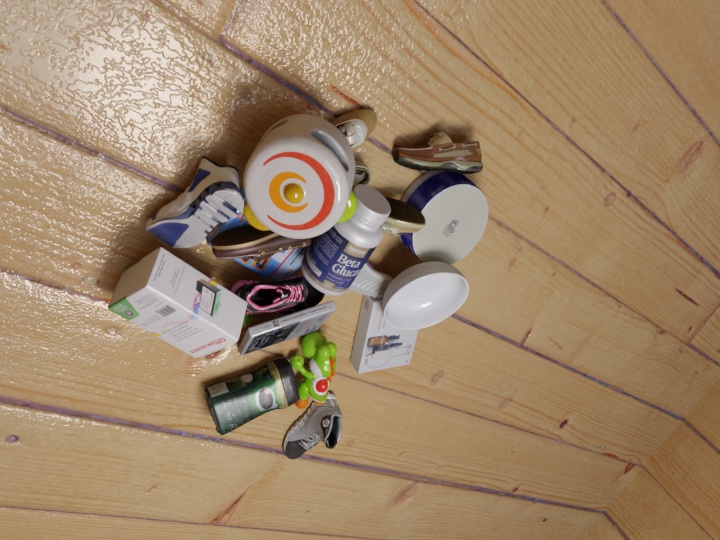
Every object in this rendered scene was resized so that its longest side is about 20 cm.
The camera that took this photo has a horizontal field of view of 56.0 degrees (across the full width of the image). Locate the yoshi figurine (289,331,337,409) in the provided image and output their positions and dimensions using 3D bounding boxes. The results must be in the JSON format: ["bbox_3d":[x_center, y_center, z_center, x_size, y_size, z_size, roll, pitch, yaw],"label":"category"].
[{"bbox_3d":[-0.104,0.215,1.528,0.110,0.113,0.203,24,131,2],"label":"yoshi figurine"}]

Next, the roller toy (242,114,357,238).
[{"bbox_3d":[-0.104,-0.156,1.143,0.194,0.141,0.187,4,121,6],"label":"roller toy"}]

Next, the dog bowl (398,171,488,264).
[{"bbox_3d":[0.177,-0.113,1.463,0.196,0.079,0.204,-16,129,-21],"label":"dog bowl"}]

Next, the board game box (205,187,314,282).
[{"bbox_3d":[-0.177,-0.070,1.304,0.152,0.037,0.199,-49,134,8],"label":"board game box"}]

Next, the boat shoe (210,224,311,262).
[{"bbox_3d":[-0.176,-0.050,1.244,0.196,0.070,0.072,-16,125,-22],"label":"boat shoe"}]

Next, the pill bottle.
[{"bbox_3d":[-0.025,-0.059,1.284,0.109,0.112,0.202,9,130,-35],"label":"pill bottle"}]

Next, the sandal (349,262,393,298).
[{"bbox_3d":[-0.005,0.004,1.456,0.082,0.050,0.201,-38,134,21],"label":"sandal"}]

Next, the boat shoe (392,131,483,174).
[{"bbox_3d":[0.159,-0.241,1.376,0.195,0.075,0.076,2,93,-22],"label":"boat shoe"}]

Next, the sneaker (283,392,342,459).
[{"bbox_3d":[-0.109,0.400,1.618,0.074,0.116,0.202,22,108,-39],"label":"sneaker"}]

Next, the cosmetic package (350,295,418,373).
[{"bbox_3d":[0.065,0.138,1.589,0.147,0.052,0.204,-8,124,-30],"label":"cosmetic package"}]

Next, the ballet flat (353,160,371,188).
[{"bbox_3d":[-0.067,-0.175,1.280,0.195,0.070,0.071,-11,127,-25],"label":"ballet flat"}]

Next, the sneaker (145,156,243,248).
[{"bbox_3d":[-0.276,-0.125,1.179,0.196,0.117,0.080,-24,135,26],"label":"sneaker"}]

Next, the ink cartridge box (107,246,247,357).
[{"bbox_3d":[-0.323,0.063,1.210,0.143,0.086,0.199,-22,134,40],"label":"ink cartridge box"}]

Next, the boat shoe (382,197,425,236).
[{"bbox_3d":[0.032,-0.103,1.359,0.195,0.074,0.064,7,130,-9],"label":"boat shoe"}]

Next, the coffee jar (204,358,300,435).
[{"bbox_3d":[-0.232,0.269,1.468,0.196,0.085,0.107,-19,111,-18],"label":"coffee jar"}]

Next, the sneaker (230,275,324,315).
[{"bbox_3d":[-0.149,0.050,1.307,0.195,0.095,0.081,-6,88,-29],"label":"sneaker"}]

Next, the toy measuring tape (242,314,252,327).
[{"bbox_3d":[-0.214,0.077,1.362,0.195,0.074,0.075,-8,125,-27],"label":"toy measuring tape"}]

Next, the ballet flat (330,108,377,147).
[{"bbox_3d":[-0.045,-0.240,1.249,0.196,0.063,0.070,-25,129,-15],"label":"ballet flat"}]

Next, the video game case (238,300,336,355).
[{"bbox_3d":[-0.154,0.119,1.379,0.178,0.024,0.200,-18,169,-21],"label":"video game case"}]

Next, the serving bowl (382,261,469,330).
[{"bbox_3d":[0.135,0.045,1.475,0.195,0.067,0.202,-13,145,-9],"label":"serving bowl"}]
